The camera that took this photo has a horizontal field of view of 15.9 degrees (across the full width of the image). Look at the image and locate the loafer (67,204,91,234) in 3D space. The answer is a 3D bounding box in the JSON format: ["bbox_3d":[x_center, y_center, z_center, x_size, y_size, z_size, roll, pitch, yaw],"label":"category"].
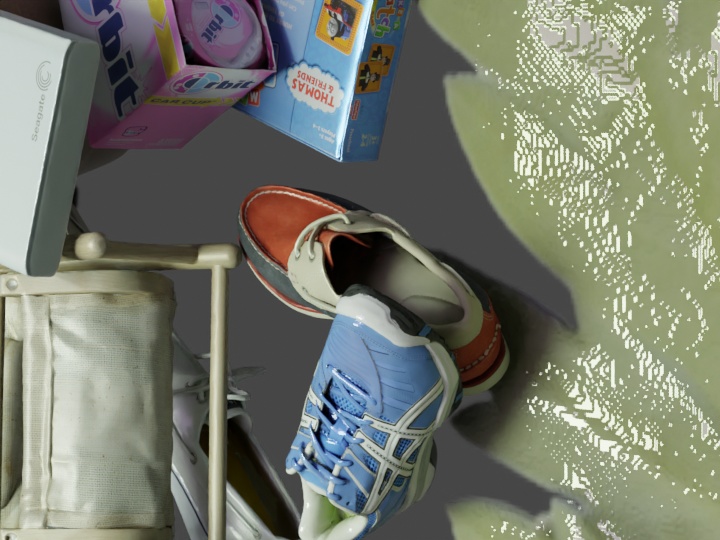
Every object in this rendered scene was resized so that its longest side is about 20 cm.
[{"bbox_3d":[-0.213,-0.019,1.657,0.200,0.068,0.076,39,90,29],"label":"loafer"}]

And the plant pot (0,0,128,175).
[{"bbox_3d":[-0.227,-0.120,1.599,0.200,0.175,0.200,5,98,46],"label":"plant pot"}]

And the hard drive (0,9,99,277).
[{"bbox_3d":[-0.229,-0.086,1.458,0.200,0.027,0.132,21,103,42],"label":"hard drive"}]

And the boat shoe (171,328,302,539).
[{"bbox_3d":[-0.090,0.090,1.551,0.086,0.075,0.202,-44,66,39],"label":"boat shoe"}]

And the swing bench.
[{"bbox_3d":[-0.183,0.082,1.503,0.200,0.130,0.199,-2,85,40],"label":"swing bench"}]

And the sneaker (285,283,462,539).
[{"bbox_3d":[0.004,0.087,1.397,0.076,0.077,0.200,30,147,23],"label":"sneaker"}]

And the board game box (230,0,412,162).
[{"bbox_3d":[-0.030,-0.181,1.491,0.151,0.037,0.200,29,113,41],"label":"board game box"}]

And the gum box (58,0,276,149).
[{"bbox_3d":[-0.125,-0.185,1.520,0.113,0.066,0.200,-34,64,49],"label":"gum box"}]

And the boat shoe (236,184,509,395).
[{"bbox_3d":[0.000,0.000,1.442,0.200,0.063,0.071,34,78,35],"label":"boat shoe"}]
